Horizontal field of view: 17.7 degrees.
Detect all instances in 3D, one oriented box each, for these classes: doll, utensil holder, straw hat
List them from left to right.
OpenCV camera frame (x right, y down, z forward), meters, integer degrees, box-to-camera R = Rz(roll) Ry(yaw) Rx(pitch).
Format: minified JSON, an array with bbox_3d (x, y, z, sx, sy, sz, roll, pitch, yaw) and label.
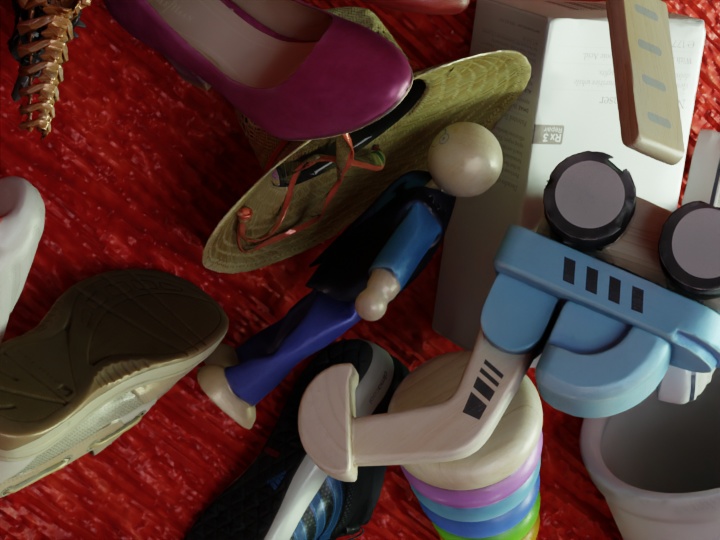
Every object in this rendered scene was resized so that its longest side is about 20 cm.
[{"bbox_3d":[-0.017,-0.089,1.214,0.201,0.201,0.085,-27,75,-19],"label":"straw hat"},{"bbox_3d":[0.000,0.000,1.222,0.200,0.137,0.048,-43,101,11],"label":"doll"},{"bbox_3d":[0.242,0.155,1.387,0.170,0.170,0.200,-34,121,-15],"label":"utensil holder"}]

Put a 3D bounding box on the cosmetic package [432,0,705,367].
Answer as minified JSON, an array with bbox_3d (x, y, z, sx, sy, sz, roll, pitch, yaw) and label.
[{"bbox_3d":[0.116,-0.049,1.306,0.112,0.081,0.201,-3,105,-29],"label":"cosmetic package"}]

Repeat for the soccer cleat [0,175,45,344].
[{"bbox_3d":[-0.211,0.044,1.173,0.077,0.069,0.200,29,97,-36],"label":"soccer cleat"}]

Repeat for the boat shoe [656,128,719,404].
[{"bbox_3d":[0.219,0.001,1.313,0.086,0.202,0.075,10,132,10],"label":"boat shoe"}]

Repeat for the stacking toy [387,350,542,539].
[{"bbox_3d":[0.068,0.135,1.312,0.085,0.085,0.200,-33,144,-16],"label":"stacking toy"}]

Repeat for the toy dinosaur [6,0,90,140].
[{"bbox_3d":[-0.161,-0.154,1.090,0.102,0.136,0.200,31,47,-17],"label":"toy dinosaur"}]

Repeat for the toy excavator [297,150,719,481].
[{"bbox_3d":[0.087,0.041,1.196,0.194,0.100,0.201,23,80,10],"label":"toy excavator"}]

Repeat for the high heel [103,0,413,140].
[{"bbox_3d":[-0.057,-0.124,1.124,0.067,0.200,0.096,-48,127,-12],"label":"high heel"}]

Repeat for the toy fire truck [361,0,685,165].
[{"bbox_3d":[0.072,-0.143,1.111,0.175,0.200,0.129,-4,115,-33],"label":"toy fire truck"}]

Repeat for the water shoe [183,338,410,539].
[{"bbox_3d":[-0.029,0.136,1.290,0.079,0.071,0.200,37,86,-33],"label":"water shoe"}]

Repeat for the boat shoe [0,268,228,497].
[{"bbox_3d":[-0.142,0.058,1.183,0.200,0.072,0.065,-34,157,-53],"label":"boat shoe"}]
